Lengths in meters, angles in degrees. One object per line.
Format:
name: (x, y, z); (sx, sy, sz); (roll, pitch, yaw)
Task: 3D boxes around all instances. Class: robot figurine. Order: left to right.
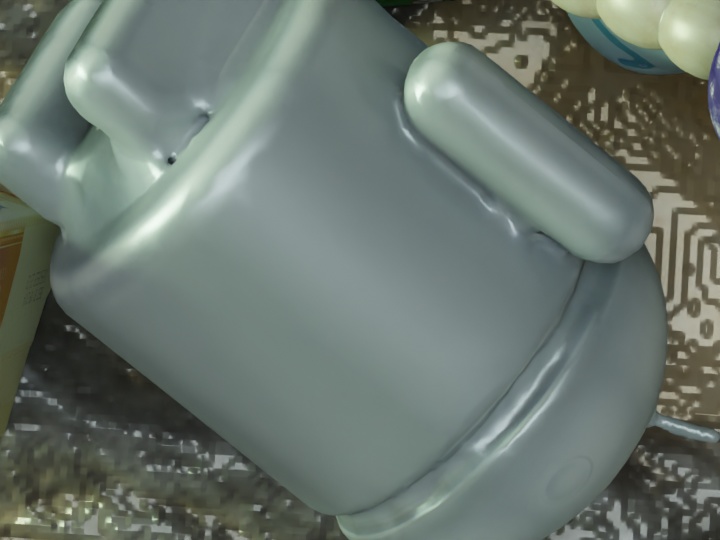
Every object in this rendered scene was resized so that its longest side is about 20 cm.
robot figurine: (0.000, 0.000, 0.733); (0.200, 0.170, 0.113); (40, 51, -17)

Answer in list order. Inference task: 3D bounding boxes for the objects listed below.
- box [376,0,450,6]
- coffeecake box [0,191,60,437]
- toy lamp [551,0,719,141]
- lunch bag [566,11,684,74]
box: (0.000, -0.173, 0.772); (0.117, 0.048, 0.200); (-5, 90, 3)
coffeecake box: (-0.192, -0.008, 0.736); (0.200, 0.154, 0.073); (17, 94, 2)
toy lamp: (0.030, -0.083, 0.678); (0.200, 0.058, 0.058); (32, 95, 34)
lunch bag: (0.098, -0.157, 0.723); (0.161, 0.082, 0.200); (-25, 98, -14)
